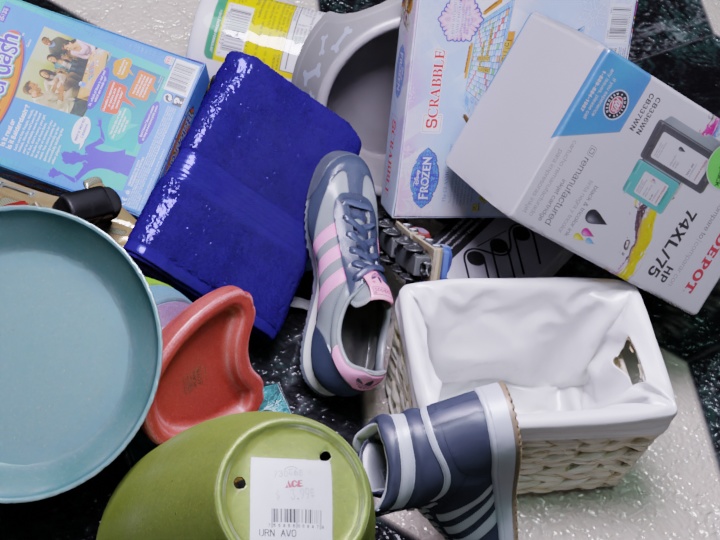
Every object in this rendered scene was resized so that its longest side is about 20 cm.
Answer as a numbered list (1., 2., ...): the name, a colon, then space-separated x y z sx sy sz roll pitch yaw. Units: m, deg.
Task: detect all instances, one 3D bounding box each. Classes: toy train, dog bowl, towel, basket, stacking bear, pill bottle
1. toy train: 0.037 -0.022 1.130 0.045 0.034 0.200 5 12 -14
2. dog bowl: 0.040 -0.152 1.190 0.198 0.202 0.059 -2 32 -13
3. towel: -0.094 -0.061 1.102 0.147 0.049 0.201 34 70 -24
4. basket: 0.124 0.095 1.055 0.198 0.124 0.136 -1 51 -12
5. stacking bear: -0.184 0.048 1.027 0.199 0.122 0.113 25 42 37
6. toy train: -0.259 -0.029 1.002 0.199 0.046 0.034 -21 77 -45
7. pill bottle: -0.058 -0.189 1.263 0.198 0.113 0.113 13 49 0

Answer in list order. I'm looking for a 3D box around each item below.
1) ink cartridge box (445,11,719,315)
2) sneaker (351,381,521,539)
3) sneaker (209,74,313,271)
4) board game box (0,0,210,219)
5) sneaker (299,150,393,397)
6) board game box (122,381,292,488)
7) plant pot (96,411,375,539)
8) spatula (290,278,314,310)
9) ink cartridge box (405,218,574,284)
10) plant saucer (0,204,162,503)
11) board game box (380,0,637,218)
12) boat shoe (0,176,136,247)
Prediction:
1. ink cartridge box: 0.205 -0.087 1.089 0.199 0.147 0.146 25 12 -25
2. sneaker: 0.053 0.159 0.947 0.108 0.201 0.070 -12 47 -8
3. sneaker: -0.075 -0.089 1.191 0.078 0.066 0.201 -18 71 -19
4. board game box: -0.252 -0.141 1.188 0.198 0.045 0.153 20 76 5
5. sneaker: 0.000 0.000 1.079 0.070 0.082 0.202 4 83 -35
6. board game box: -0.086 0.183 0.999 0.134 0.028 0.201 -13 54 -22
7. plant pot: -0.063 0.165 0.850 0.185 0.200 0.189 7 67 -15
8. spatula: -0.075 0.028 1.137 0.198 0.021 0.057 -6 53 -16
9. ink cartridge box: 0.137 -0.028 1.213 0.094 0.044 0.200 37 52 16
10. plant saucer: -0.233 0.057 0.920 0.198 0.036 0.202 0 79 -2
11. board game box: 0.124 -0.144 1.147 0.198 0.202 0.041 0 22 -17
12. boat shoe: -0.223 -0.041 1.116 0.198 0.072 0.077 11 78 -3
